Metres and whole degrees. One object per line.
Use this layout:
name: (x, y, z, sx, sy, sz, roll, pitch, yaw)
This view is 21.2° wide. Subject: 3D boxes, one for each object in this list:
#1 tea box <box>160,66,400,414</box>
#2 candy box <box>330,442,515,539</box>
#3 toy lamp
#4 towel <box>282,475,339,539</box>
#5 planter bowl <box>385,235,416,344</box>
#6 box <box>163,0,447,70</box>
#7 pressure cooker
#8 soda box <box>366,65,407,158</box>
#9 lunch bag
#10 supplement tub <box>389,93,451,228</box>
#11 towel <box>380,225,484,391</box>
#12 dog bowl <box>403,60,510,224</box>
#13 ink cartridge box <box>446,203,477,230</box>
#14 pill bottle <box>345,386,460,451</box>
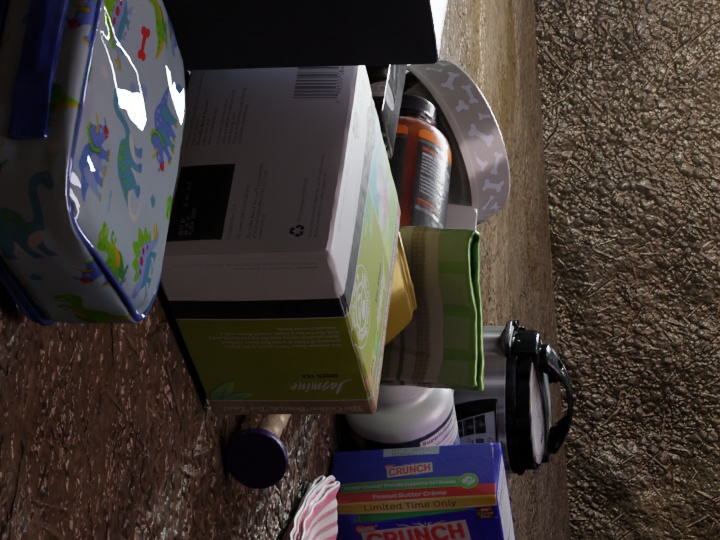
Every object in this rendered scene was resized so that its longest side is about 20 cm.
tea box: (-0.056, -0.027, 1.432, 0.197, 0.133, 0.201, 75, 18, -51)
candy box: (0.066, 0.267, 1.910, 0.077, 0.168, 0.201, -83, 166, -49)
toy lamp: (-0.062, 0.105, 1.583, 0.200, 0.058, 0.059, -68, 154, -64)
towel: (-0.039, 0.304, 1.742, 0.146, 0.030, 0.201, -60, 147, -66)
planter bowl: (0.000, 0.000, 1.685, 0.200, 0.083, 0.202, 166, -90, -89)
box: (-0.036, -0.251, 1.391, 0.124, 0.199, 0.199, 78, 17, -45)
pressure cooker: (0.148, 0.148, 2.239, 0.176, 0.199, 0.180, 41, 50, -75)
soda box: (0.008, -0.203, 1.930, 0.071, 0.063, 0.201, 76, 17, -47)
lunch bag: (-0.158, -0.083, 1.071, 0.161, 0.082, 0.201, 69, 23, -61)
supplement tub: (0.038, -0.082, 1.959, 0.107, 0.106, 0.201, 73, 21, -54)
towel: (0.032, 0.034, 1.757, 0.031, 0.199, 0.150, -8, 96, -43)
dog bowl: (0.095, -0.137, 2.099, 0.200, 0.058, 0.201, 56, -21, 34)
ink cartridge box: (0.071, 0.040, 2.060, 0.200, 0.083, 0.145, 97, 0, -56)
pill bottle: (0.043, 0.159, 1.947, 0.111, 0.110, 0.201, -77, 162, -49)
